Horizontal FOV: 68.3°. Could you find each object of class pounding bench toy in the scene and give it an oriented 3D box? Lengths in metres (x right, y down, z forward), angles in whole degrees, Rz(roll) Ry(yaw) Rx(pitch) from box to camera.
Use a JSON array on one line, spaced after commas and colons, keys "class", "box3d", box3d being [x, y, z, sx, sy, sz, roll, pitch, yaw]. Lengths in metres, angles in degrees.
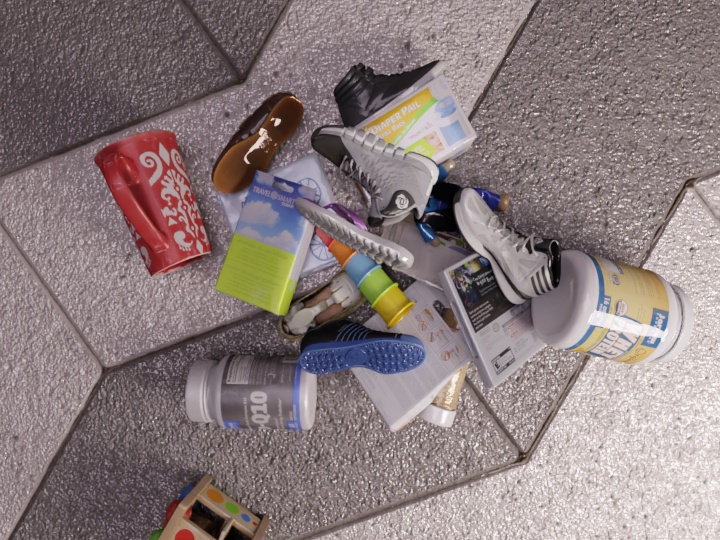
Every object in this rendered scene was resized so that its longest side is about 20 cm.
[{"class": "pounding bench toy", "box3d": [-0.270, 0.468, 0.853, 0.154, 0.124, 0.203, 32, 91, 3]}]

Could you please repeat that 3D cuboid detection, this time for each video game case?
[{"class": "video game case", "box3d": [0.219, 0.054, 0.828, 0.197, 0.023, 0.186, -23, 89, -38]}]

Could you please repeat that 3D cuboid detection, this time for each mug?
[{"class": "mug", "box3d": [-0.338, -0.098, 0.848, 0.131, 0.176, 0.205, -20, 94, 32]}]

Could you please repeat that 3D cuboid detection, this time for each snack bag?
[{"class": "snack bag", "box3d": [-0.130, -0.075, 0.905, 0.195, 0.021, 0.194, -21, 88, 2]}]

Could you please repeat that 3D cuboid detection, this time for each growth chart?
[{"class": "growth chart", "box3d": [0.117, -0.023, 0.857, 0.196, 0.018, 0.146, 28, 51, 4]}]

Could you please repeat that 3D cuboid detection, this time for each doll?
[{"class": "doll", "box3d": [0.141, -0.106, 0.848, 0.194, 0.048, 0.141, 5, 96, -18]}]

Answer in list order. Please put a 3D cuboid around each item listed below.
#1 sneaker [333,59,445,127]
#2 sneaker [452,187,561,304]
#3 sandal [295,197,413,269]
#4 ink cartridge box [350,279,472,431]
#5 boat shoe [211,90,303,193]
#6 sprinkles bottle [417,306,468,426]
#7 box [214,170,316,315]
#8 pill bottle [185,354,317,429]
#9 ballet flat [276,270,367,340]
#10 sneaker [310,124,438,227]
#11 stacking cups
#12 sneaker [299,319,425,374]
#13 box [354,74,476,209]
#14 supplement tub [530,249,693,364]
[{"class": "sneaker", "box3d": [0.040, -0.313, 0.874, 0.197, 0.071, 0.101, -33, 93, 6]}, {"class": "sneaker", "box3d": [0.227, -0.052, 0.782, 0.076, 0.114, 0.202, -42, 100, -37]}, {"class": "sandal", "box3d": [-0.006, -0.065, 0.802, 0.199, 0.083, 0.051, 29, 75, 2]}, {"class": "ink cartridge box", "box3d": [0.081, 0.127, 0.854, 0.198, 0.050, 0.163, -38, 63, -1]}, {"class": "boat shoe", "box3d": [-0.176, -0.216, 0.891, 0.200, 0.070, 0.071, -45, 132, -3]}, {"class": "sprinkles bottle", "box3d": [0.146, 0.145, 0.866, 0.066, 0.068, 0.206, 17, 90, 3]}, {"class": "box", "box3d": [-0.146, -0.045, 0.859, 0.119, 0.048, 0.206, 18, 87, 14]}, {"class": "pill bottle", "box3d": [-0.172, 0.196, 0.857, 0.193, 0.114, 0.118, 0, 89, 3]}, {"class": "ballet flat", "box3d": [-0.054, 0.053, 0.878, 0.197, 0.071, 0.072, -31, 88, 2]}, {"class": "sneaker", "box3d": [0.009, -0.127, 0.762, 0.194, 0.075, 0.119, 17, 79, 1]}, {"class": "stacking cups", "box3d": [0.000, 0.000, 0.851, 0.060, 0.060, 0.200, -43, 73, 2]}, {"class": "sneaker", "box3d": [0.002, 0.111, 0.824, 0.193, 0.079, 0.072, -1, 124, 2]}, {"class": "box", "box3d": [0.070, -0.201, 0.857, 0.197, 0.101, 0.114, -31, 88, 2]}, {"class": "supplement tub", "box3d": [0.377, 0.060, 0.806, 0.194, 0.144, 0.149, 12, 90, -12]}]
